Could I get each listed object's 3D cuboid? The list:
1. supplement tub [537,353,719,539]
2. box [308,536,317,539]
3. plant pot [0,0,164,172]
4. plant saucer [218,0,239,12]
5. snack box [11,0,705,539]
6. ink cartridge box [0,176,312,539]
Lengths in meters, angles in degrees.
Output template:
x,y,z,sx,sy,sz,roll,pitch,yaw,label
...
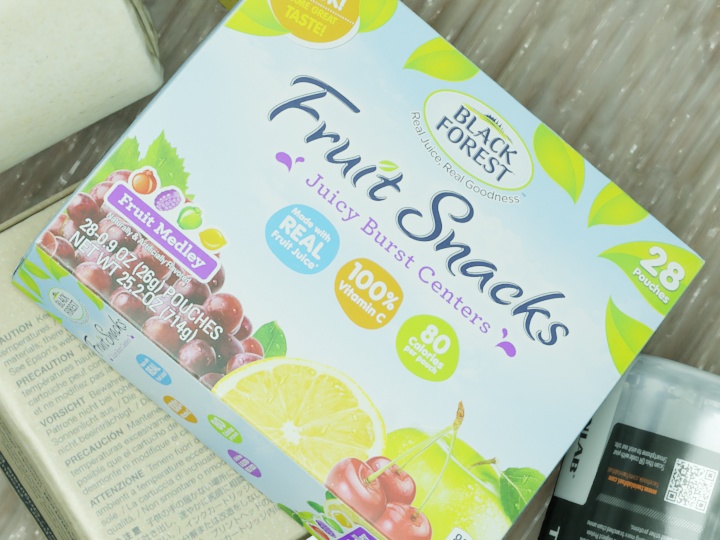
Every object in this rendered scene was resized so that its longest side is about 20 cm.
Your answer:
x,y,z,sx,sy,sz,roll,pitch,yaw,label
0.124,0.142,1.074,0.122,0.123,0.200,18,87,-4,supplement tub
-0.040,0.153,1.107,0.121,0.032,0.200,-21,90,-5,box
-0.178,-0.098,0.978,0.183,0.200,0.201,-21,91,0,plant pot
-0.017,-0.216,1.107,0.200,0.048,0.200,-43,92,-3,plant saucer
0.000,0.000,1.003,0.200,0.068,0.169,41,69,-4,snack box
-0.052,0.029,1.056,0.200,0.075,0.165,-30,84,-19,ink cartridge box
